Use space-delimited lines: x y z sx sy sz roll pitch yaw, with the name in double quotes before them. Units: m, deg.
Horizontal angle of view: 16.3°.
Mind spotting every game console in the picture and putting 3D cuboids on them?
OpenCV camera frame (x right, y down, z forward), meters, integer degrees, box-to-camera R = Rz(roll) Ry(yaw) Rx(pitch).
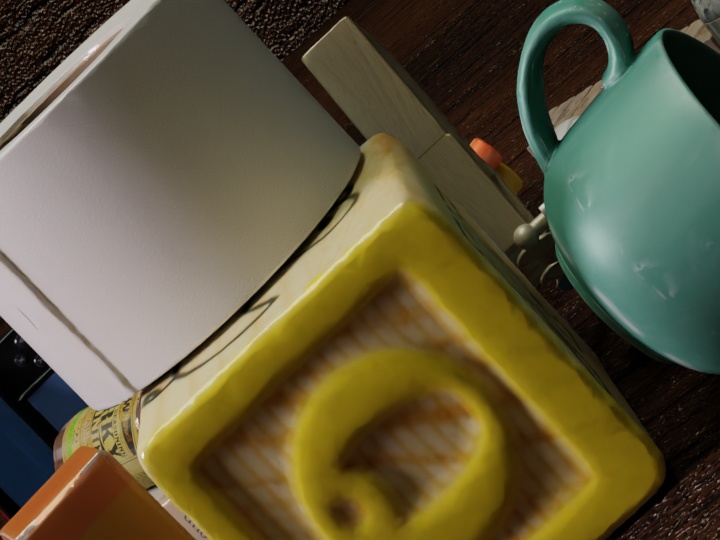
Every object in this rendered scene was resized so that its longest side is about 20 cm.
"game console" -0.181 0.123 1.774 0.172 0.200 0.119 -45 12 -11

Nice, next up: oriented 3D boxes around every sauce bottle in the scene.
"sauce bottle" -0.122 0.095 1.552 0.200 0.065 0.065 -29 18 52

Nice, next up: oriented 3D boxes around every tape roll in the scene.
"tape roll" -0.117 -0.045 1.324 0.203 0.139 0.203 -42 12 11

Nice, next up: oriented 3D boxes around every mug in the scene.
"mug" 0.155 -0.036 1.236 0.114 0.185 0.152 -47 -32 20

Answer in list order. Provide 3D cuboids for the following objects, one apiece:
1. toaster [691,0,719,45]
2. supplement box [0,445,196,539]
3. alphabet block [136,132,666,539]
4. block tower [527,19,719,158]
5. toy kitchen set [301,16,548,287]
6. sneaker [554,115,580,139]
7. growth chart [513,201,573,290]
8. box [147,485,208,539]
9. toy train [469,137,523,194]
"toaster" 0.257 -0.148 1.413 0.113 0.129 0.200 -40 12 22
"supplement box" -0.085 0.178 1.246 0.067 0.200 0.069 -46 8 -13
"alphabet block" 0.016 0.073 1.291 0.195 0.196 0.200 -44 11 5
"block tower" 0.194 -0.111 1.686 0.200 0.054 0.058 -31 16 51
"toy kitchen set" 0.000 0.000 1.498 0.200 0.181 0.163 -42 -22 7
"sneaker" 0.178 -0.062 1.545 0.115 0.074 0.200 -37 22 19
"growth chart" 0.159 -0.037 1.376 0.145 0.018 0.200 -46 -25 9
"box" -0.074 0.149 1.587 0.200 0.095 0.078 -41 12 21
"toy train" 0.053 0.016 1.612 0.150 0.055 0.201 -30 -37 -41
